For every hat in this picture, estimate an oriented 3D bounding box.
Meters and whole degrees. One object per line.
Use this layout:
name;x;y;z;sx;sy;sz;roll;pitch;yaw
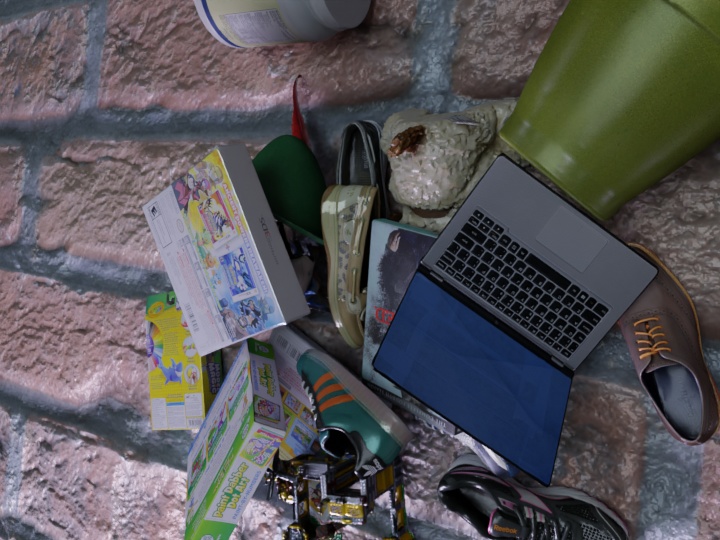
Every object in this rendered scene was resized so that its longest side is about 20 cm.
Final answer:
hat;-0.066;-0.149;0.804;0.199;0.166;0.177;32;94;15

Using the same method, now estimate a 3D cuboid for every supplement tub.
supplement tub;-0.100;-0.366;0.834;0.199;0.145;0.146;7;91;32

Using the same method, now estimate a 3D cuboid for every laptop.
laptop;0.143;0.038;0.570;0.187;0.116;0.200;34;105;-6

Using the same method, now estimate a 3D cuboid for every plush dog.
plush dog;0.093;-0.084;0.717;0.199;0.160;0.173;3;116;34

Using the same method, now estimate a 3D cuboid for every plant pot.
plant pot;0.232;-0.156;0.580;0.200;0.200;0.193;47;108;25

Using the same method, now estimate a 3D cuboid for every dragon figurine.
dragon figurine;-0.084;0.029;0.854;0.100;0.059;0.200;-48;61;23

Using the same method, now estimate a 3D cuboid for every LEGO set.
LEGO set;-0.036;0.284;0.756;0.199;0.116;0.155;5;92;27

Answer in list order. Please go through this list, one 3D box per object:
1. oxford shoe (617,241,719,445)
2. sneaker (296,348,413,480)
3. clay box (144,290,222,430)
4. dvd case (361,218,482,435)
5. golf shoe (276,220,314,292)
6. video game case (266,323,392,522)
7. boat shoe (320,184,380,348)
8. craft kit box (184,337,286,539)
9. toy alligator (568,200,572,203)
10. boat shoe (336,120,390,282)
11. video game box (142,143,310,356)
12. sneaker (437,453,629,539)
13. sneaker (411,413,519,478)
oxford shoe;0.285;0.064;0.616;0.071;0.073;0.201;-28;73;28
sneaker;-0.030;0.159;0.747;0.080;0.072;0.200;-43;38;-14
clay box;-0.261;0.131;0.967;0.114;0.048;0.202;-9;82;31
dvd case;0.061;0.056;0.697;0.146;0.022;0.201;20;113;44
golf shoe;-0.133;-0.031;0.822;0.200;0.078;0.097;40;102;23
video game case;-0.074;0.194;0.864;0.200;0.023;0.183;33;105;28
boat shoe;0.000;0.000;0.757;0.062;0.073;0.201;1;115;22
craft kit box;-0.160;0.214;0.810;0.201;0.048;0.198;-61;18;15
toy alligator;0.188;0.025;0.694;0.054;0.059;0.201;-161;80;-72
boat shoe;-0.005;-0.084;0.801;0.072;0.071;0.202;-3;92;30
video game box;-0.160;-0.017;0.748;0.182;0.047;0.201;-22;89;46
sneaker;0.166;0.260;0.673;0.199;0.086;0.081;11;95;31
sneaker;0.105;0.151;0.734;0.085;0.077;0.200;-53;56;29
